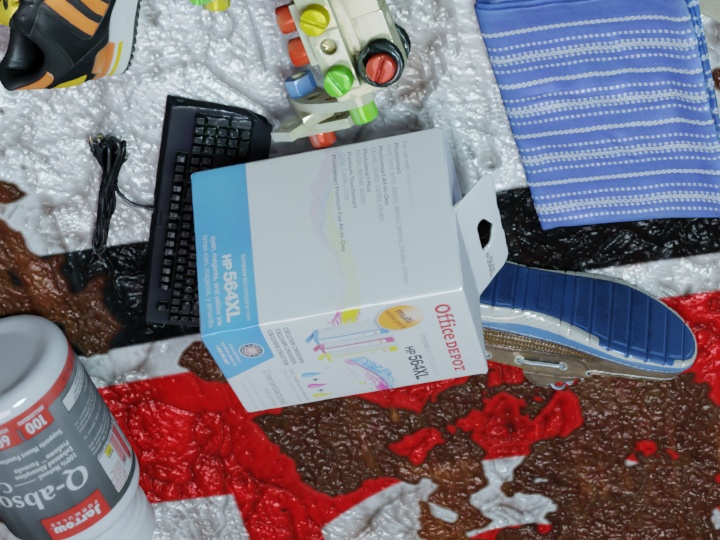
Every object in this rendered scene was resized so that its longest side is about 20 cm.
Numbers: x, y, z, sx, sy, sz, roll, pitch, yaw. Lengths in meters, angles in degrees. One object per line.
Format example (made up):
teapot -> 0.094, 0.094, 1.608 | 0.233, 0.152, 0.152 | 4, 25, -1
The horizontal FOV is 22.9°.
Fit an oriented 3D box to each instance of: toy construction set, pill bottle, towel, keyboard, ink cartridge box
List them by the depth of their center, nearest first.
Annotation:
toy construction set -> -0.043, -0.156, 1.117 | 0.130, 0.093, 0.201 | -16, 127, 17
towel -> 0.164, -0.106, 1.172 | 0.143, 0.024, 0.201 | -4, 132, 22
ink cartridge box -> 0.000, 0.000, 1.194 | 0.198, 0.126, 0.129 | -10, 151, 8
keyboard -> -0.136, -0.039, 1.269 | 0.126, 0.021, 0.201 | 9, 129, -4
pill bottle -> -0.239, 0.142, 1.365 | 0.115, 0.116, 0.201 | -14, 127, 15

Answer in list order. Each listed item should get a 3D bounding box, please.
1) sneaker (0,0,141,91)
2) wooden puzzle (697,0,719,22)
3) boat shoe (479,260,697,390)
sneaker -> -0.185, -0.181, 1.082 | 0.089, 0.070, 0.201 | -23, 151, -24
wooden puzzle -> 0.302, -0.143, 1.067 | 0.199, 0.047, 0.185 | 27, 166, -14
boat shoe -> 0.143, 0.044, 1.291 | 0.198, 0.073, 0.073 | 17, 135, 3
